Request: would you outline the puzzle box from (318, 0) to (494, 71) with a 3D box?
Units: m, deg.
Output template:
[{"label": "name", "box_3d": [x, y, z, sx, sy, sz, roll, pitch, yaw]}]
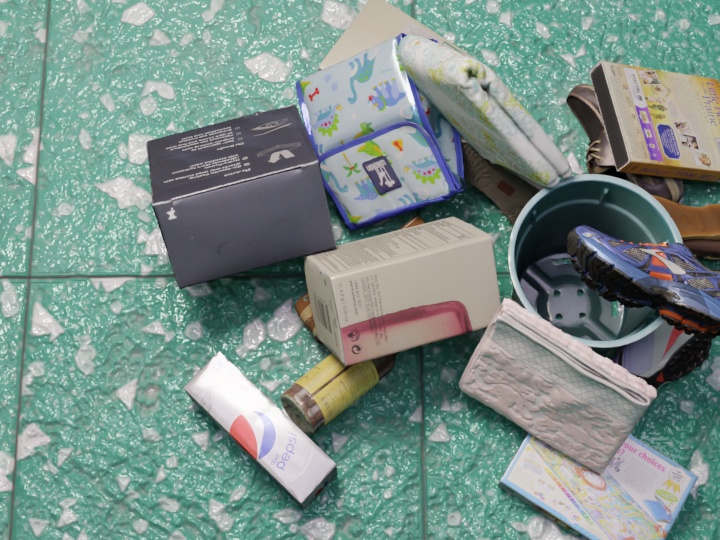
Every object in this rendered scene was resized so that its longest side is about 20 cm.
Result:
[{"label": "puzzle box", "box_3d": [0.060, -0.260, 1.669, 0.199, 0.025, 0.134, 35, 76, 10]}]

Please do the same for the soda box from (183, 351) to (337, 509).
[{"label": "soda box", "box_3d": [-0.118, 0.191, 1.509, 0.200, 0.068, 0.063, 43, 78, 11]}]

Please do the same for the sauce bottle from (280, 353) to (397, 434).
[{"label": "sauce bottle", "box_3d": [-0.004, 0.116, 1.522, 0.199, 0.065, 0.065, -35, 76, -24]}]

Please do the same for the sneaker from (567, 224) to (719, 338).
[{"label": "sneaker", "box_3d": [0.315, 0.001, 1.369, 0.198, 0.075, 0.079, 27, 65, -1]}]

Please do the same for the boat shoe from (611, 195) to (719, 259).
[{"label": "boat shoe", "box_3d": [0.391, -0.045, 1.568, 0.197, 0.071, 0.071, 8, 51, -7]}]

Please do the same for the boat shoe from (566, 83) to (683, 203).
[{"label": "boat shoe", "box_3d": [0.325, -0.152, 1.612, 0.073, 0.075, 0.201, -36, 75, -11]}]

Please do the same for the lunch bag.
[{"label": "lunch bag", "box_3d": [0.030, -0.167, 1.563, 0.169, 0.127, 0.202, -18, 86, 32]}]

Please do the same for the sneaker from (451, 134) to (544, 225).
[{"label": "sneaker", "box_3d": [0.208, -0.127, 1.606, 0.200, 0.075, 0.107, 40, 47, -6]}]

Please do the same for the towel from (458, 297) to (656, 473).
[{"label": "towel", "box_3d": [0.217, 0.136, 1.429, 0.199, 0.192, 0.032, 32, 58, 10]}]

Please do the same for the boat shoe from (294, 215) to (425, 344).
[{"label": "boat shoe", "box_3d": [0.000, 0.000, 1.565, 0.200, 0.076, 0.074, -43, 74, -13]}]

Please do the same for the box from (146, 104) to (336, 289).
[{"label": "box", "box_3d": [-0.146, -0.093, 1.519, 0.194, 0.200, 0.119, -15, 118, -4]}]

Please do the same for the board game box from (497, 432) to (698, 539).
[{"label": "board game box", "box_3d": [0.282, 0.251, 1.508, 0.199, 0.034, 0.135, 32, 76, 9]}]

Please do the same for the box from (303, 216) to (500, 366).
[{"label": "box", "box_3d": [0.048, 0.021, 1.467, 0.198, 0.128, 0.110, -14, 106, -14]}]

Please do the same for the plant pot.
[{"label": "plant pot", "box_3d": [0.261, 0.016, 1.495, 0.197, 0.196, 0.203, 0, 73, -1]}]

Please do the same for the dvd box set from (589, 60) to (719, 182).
[{"label": "dvd box set", "box_3d": [0.389, -0.185, 1.590, 0.198, 0.029, 0.148, 2, 63, -29]}]

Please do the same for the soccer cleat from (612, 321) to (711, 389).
[{"label": "soccer cleat", "box_3d": [0.330, 0.119, 1.527, 0.199, 0.069, 0.073, -31, 40, -16]}]

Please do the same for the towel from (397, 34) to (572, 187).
[{"label": "towel", "box_3d": [0.140, -0.183, 1.437, 0.048, 0.171, 0.200, -49, 119, -3]}]
